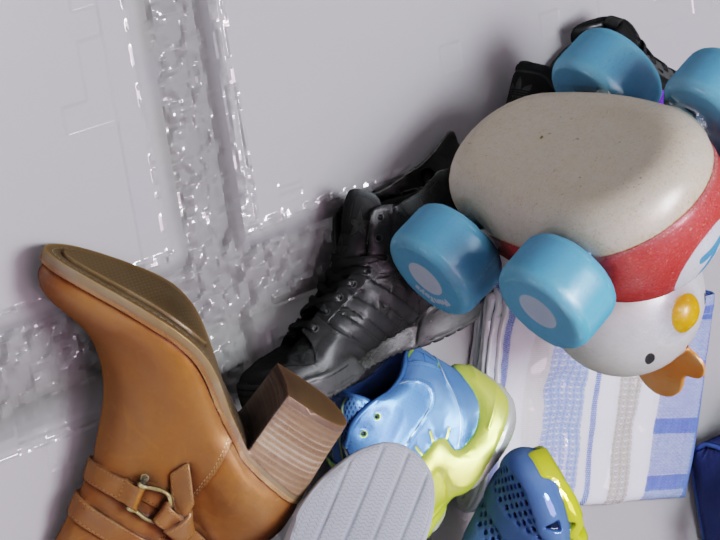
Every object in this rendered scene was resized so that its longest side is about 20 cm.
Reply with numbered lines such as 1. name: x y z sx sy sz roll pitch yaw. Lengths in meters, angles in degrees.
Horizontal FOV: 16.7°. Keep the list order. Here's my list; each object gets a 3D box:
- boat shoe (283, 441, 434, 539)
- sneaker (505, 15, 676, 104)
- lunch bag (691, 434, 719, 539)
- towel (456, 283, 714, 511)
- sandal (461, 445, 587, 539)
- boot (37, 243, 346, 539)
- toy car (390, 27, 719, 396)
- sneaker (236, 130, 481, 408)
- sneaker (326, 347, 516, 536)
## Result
1. boat shoe: -0.026 0.184 1.338 0.072 0.071 0.201 31 63 0
2. sneaker: 0.170 -0.108 1.506 0.199 0.069 0.100 -11 104 -36
3. lunch bag: 0.303 0.175 1.623 0.132 0.136 0.201 -28 116 -30
4. towel: 0.146 0.080 1.556 0.199 0.024 0.148 2 99 -38
5. sandal: 0.078 0.188 1.464 0.087 0.080 0.201 -6 131 -22
6. boot: -0.125 0.092 1.325 0.200 0.074 0.155 36 102 -11
7. toy car: 0.154 0.000 1.394 0.184 0.176 0.200 -47 126 -21
8. sneaker: 0.002 0.000 1.410 0.199 0.060 0.105 -24 106 -29
9. sneaker: 0.002 0.130 1.439 0.105 0.076 0.201 38 76 -17
